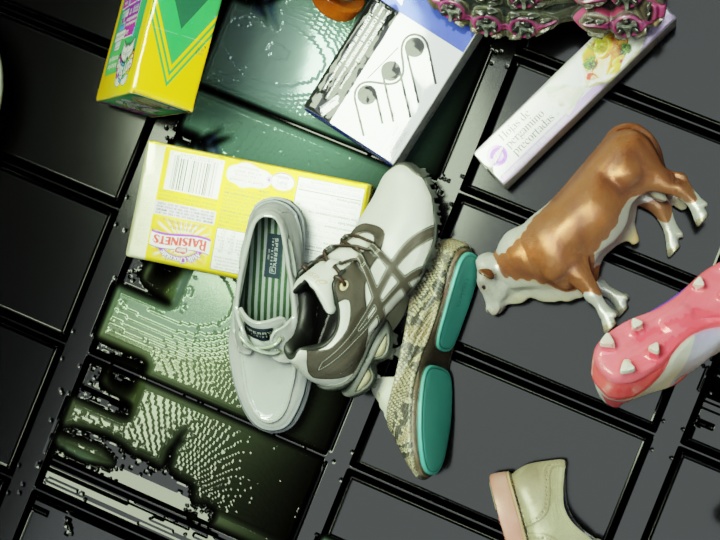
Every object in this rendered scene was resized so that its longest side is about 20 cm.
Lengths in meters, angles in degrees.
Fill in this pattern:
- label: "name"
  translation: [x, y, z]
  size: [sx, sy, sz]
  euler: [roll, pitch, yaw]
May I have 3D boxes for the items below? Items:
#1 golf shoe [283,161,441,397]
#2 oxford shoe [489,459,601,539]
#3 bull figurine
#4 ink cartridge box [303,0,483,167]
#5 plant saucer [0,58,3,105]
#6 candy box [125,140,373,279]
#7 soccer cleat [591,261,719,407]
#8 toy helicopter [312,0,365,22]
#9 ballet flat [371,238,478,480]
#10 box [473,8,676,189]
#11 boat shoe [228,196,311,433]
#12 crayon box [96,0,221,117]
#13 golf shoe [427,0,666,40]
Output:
- label: "golf shoe"
  translation: [0.000, 0.000, 1.560]
  size: [0.078, 0.094, 0.201]
  euler: [12, 82, 46]
- label: "oxford shoe"
  translation: [0.168, 0.251, 1.556]
  size: [0.073, 0.071, 0.201]
  euler: [-20, 84, 4]
- label: "bull figurine"
  translation: [0.187, -0.025, 1.572]
  size: [0.121, 0.065, 0.200]
  euler: [41, 94, 6]
- label: "ink cartridge box"
  translation: [0.045, -0.195, 1.613]
  size: [0.094, 0.044, 0.201]
  euler: [33, 92, 7]
- label: "plant saucer"
  translation: [-0.402, -0.158, 1.676]
  size: [0.199, 0.050, 0.202]
  euler: [-1, 86, 9]
- label: "candy box"
  translation: [-0.094, -0.042, 1.633]
  size: [0.199, 0.026, 0.103]
  euler: [12, 94, 9]
- label: "soccer cleat"
  translation: [0.276, 0.048, 1.561]
  size: [0.199, 0.077, 0.067]
  euler: [-26, 62, -11]
- label: "toy helicopter"
  translation: [-0.047, -0.310, 1.592]
  size: [0.132, 0.079, 0.201]
  euler: [13, 53, -28]
- label: "ballet flat"
  translation: [0.047, 0.071, 1.595]
  size: [0.075, 0.068, 0.201]
  euler: [6, 81, 30]
- label: "box"
  translation: [0.179, -0.151, 1.592]
  size: [0.200, 0.041, 0.039]
  euler: [-44, 80, 5]
- label: "boat shoe"
  translation: [-0.081, 0.041, 1.590]
  size: [0.073, 0.067, 0.201]
  euler: [0, 100, 12]
- label: "crayon box"
  translation: [-0.157, -0.217, 1.566]
  size: [0.058, 0.200, 0.174]
  euler: [14, 90, -15]
- label: "golf shoe"
  translation: [0.150, -0.239, 1.561]
  size: [0.199, 0.073, 0.093]
  euler: [4, 53, 6]
